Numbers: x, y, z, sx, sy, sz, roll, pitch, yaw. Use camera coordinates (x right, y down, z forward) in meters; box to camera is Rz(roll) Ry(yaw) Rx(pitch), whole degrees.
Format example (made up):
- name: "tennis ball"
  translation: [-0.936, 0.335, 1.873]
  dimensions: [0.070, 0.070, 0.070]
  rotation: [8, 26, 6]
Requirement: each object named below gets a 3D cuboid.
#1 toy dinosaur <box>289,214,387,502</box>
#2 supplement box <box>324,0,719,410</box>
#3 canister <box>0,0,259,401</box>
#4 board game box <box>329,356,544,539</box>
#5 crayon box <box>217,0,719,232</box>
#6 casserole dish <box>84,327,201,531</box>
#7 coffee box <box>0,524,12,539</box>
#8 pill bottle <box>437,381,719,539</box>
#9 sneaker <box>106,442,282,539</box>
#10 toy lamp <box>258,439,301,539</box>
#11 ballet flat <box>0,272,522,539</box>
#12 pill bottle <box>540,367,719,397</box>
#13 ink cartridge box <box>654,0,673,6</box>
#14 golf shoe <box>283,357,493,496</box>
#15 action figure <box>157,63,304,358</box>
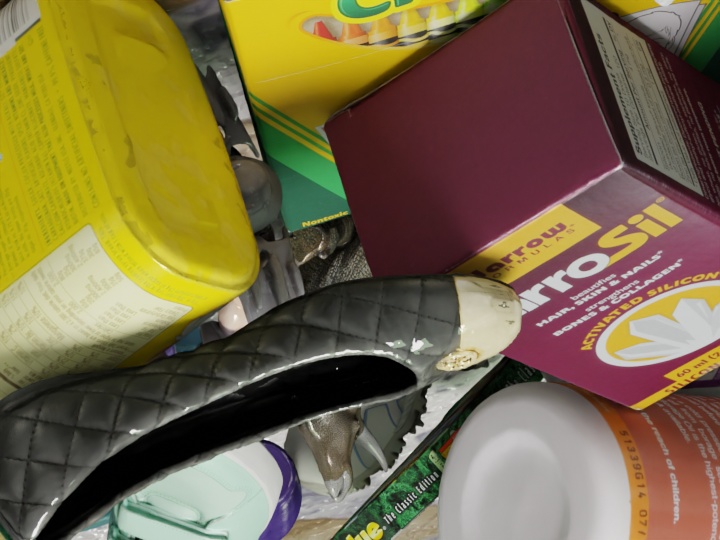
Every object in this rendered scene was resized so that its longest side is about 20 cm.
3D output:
- name: "toy dinosaur"
  translation: [0.000, 0.000, 1.057]
  dimensions: [0.201, 0.077, 0.102]
  rotation: [-65, 165, 10]
- name: "supplement box"
  translation: [0.092, -0.023, 0.951]
  dimensions: [0.110, 0.086, 0.200]
  rotation: [-31, 150, 25]
- name: "canister"
  translation: [-0.142, -0.001, 0.906]
  dimensions: [0.200, 0.149, 0.086]
  rotation: [-36, 149, 27]
- name: "board game box"
  translation: [0.046, 0.082, 1.197]
  dimensions: [0.105, 0.023, 0.200]
  rotation: [-49, 176, 31]
- name: "crayon box"
  translation: [0.048, -0.104, 0.933]
  dimensions: [0.199, 0.059, 0.173]
  rotation: [-18, 154, -2]
- name: "casserole dish"
  translation: [-0.133, 0.069, 1.167]
  dimensions: [0.120, 0.039, 0.200]
  rotation: [-10, 153, -18]
- name: "coffee box"
  translation: [-0.226, 0.114, 1.075]
  dimensions: [0.122, 0.044, 0.201]
  rotation: [-28, 125, 3]
- name: "pill bottle"
  translation: [0.141, 0.111, 1.095]
  dimensions: [0.199, 0.113, 0.112]
  rotation: [7, 144, -39]
- name: "sneaker"
  translation: [-0.090, 0.144, 1.114]
  dimensions: [0.073, 0.119, 0.201]
  rotation: [19, 149, 9]
- name: "toy lamp"
  translation: [-0.067, 0.129, 1.263]
  dimensions: [0.058, 0.059, 0.200]
  rotation: [-12, 164, -14]
- name: "ballet flat"
  translation: [-0.035, 0.049, 0.855]
  dimensions: [0.199, 0.057, 0.067]
  rotation: [-18, 150, -8]
- name: "pill bottle"
  translation: [0.186, 0.009, 1.181]
  dimensions: [0.199, 0.113, 0.112]
  rotation: [-2, 149, -30]
- name: "ink cartridge box"
  translation: [0.167, -0.190, 0.756]
  dimensions: [0.200, 0.044, 0.174]
  rotation: [-42, 173, -40]
- name: "golf shoe"
  translation: [-0.002, 0.034, 1.175]
  dimensions: [0.097, 0.079, 0.200]
  rotation: [19, 136, -22]
- name: "action figure"
  translation: [-0.078, -0.002, 0.978]
  dimensions: [0.069, 0.131, 0.200]
  rotation: [-3, 161, -23]
